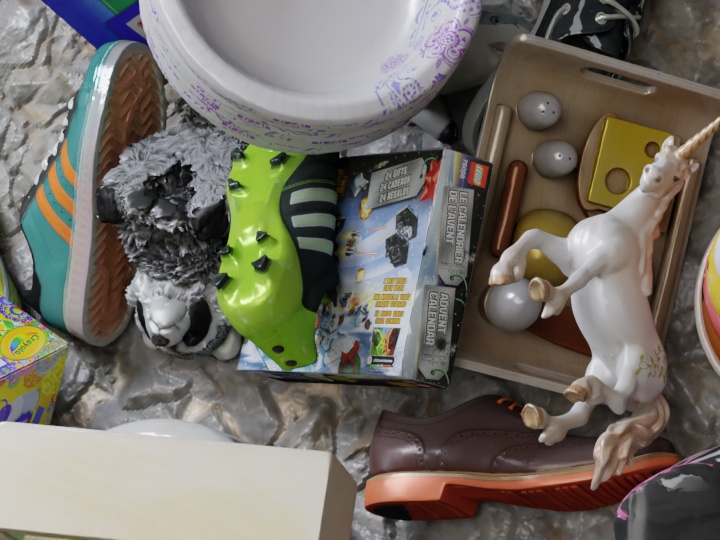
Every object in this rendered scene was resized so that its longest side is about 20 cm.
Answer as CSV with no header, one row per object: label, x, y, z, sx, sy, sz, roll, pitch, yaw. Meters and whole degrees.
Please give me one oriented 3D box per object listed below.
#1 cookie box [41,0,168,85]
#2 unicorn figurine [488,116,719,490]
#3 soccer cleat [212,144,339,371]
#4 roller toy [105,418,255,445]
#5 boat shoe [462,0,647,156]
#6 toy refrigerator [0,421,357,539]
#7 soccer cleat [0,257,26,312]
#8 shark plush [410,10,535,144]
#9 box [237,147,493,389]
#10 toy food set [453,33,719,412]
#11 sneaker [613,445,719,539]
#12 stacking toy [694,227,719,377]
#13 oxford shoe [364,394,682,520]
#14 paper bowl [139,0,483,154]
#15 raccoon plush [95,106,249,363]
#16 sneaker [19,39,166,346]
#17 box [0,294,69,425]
cookie box,-0.132,-0.226,1.694,0.171,0.200,0.075,-29,43,23
unicorn figurine,0.143,0.012,1.546,0.074,0.137,0.201,17,118,42
soccer cleat,-0.043,-0.023,1.618,0.067,0.081,0.200,-18,36,25
roller toy,-0.114,0.186,1.649,0.199,0.140,0.183,10,82,23
boat shoe,0.139,-0.140,1.654,0.060,0.075,0.200,41,107,52
toy refrigerator,-0.109,0.137,1.548,0.199,0.076,0.070,5,73,13
soccer cleat,-0.276,-0.018,1.782,0.065,0.084,0.201,-32,70,11
shark plush,0.017,-0.153,1.733,0.200,0.091,0.083,20,66,43
box,0.000,0.000,1.640,0.200,0.040,0.138,0,77,59
toy food set,0.135,-0.026,1.601,0.143,0.060,0.201,14,87,-12
sneaker,0.237,0.119,1.567,0.199,0.086,0.081,-14,89,-2
stacking toy,0.242,0.000,1.522,0.146,0.200,0.147,-4,77,19
oxford shoe,0.096,0.106,1.627,0.199,0.071,0.073,-5,70,19
paper bowl,-0.033,-0.167,1.595,0.200,0.104,0.202,3,76,-11
raccoon plush,-0.084,-0.032,1.734,0.097,0.134,0.200,23,53,32
sneaker,-0.182,-0.056,1.742,0.080,0.071,0.201,20,106,33
box,-0.309,0.096,1.703,0.192,0.122,0.201,34,126,23
